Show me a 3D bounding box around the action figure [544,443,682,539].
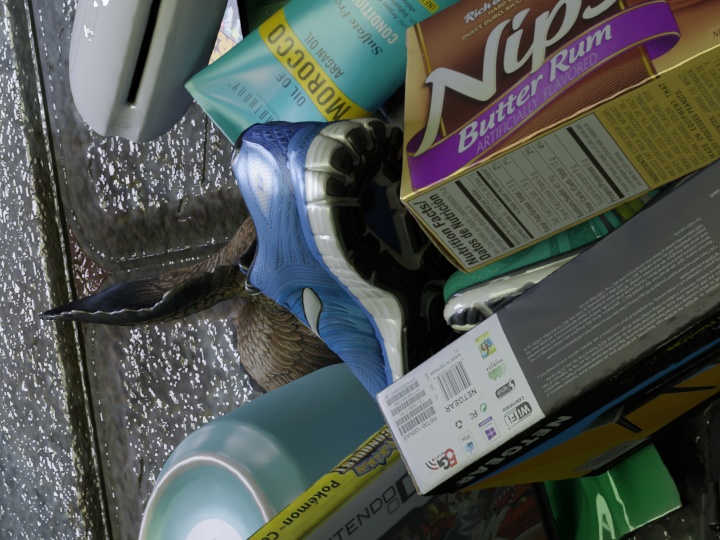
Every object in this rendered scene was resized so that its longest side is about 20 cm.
[{"bbox_3d":[0.085,0.039,0.923,0.118,0.055,0.200,-38,72,48],"label":"action figure"}]

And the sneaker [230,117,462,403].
[{"bbox_3d":[0.000,0.000,0.866,0.089,0.079,0.200,18,147,37],"label":"sneaker"}]

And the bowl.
[{"bbox_3d":[-0.037,0.146,0.953,0.200,0.105,0.202,-3,85,46],"label":"bowl"}]

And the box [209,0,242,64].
[{"bbox_3d":[-0.065,-0.179,1.074,0.200,0.040,0.137,41,127,37],"label":"box"}]

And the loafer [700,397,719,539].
[{"bbox_3d":[0.172,0.141,0.769,0.072,0.063,0.201,130,131,-57],"label":"loafer"}]

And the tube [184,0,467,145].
[{"bbox_3d":[0.011,-0.119,0.864,0.200,0.050,0.078,-41,81,22],"label":"tube"}]

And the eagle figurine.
[{"bbox_3d":[-0.064,0.007,1.045,0.152,0.151,0.200,48,121,14],"label":"eagle figurine"}]

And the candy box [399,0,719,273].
[{"bbox_3d":[0.112,-0.090,0.773,0.200,0.056,0.117,-24,39,25],"label":"candy box"}]

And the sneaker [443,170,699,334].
[{"bbox_3d":[0.121,-0.033,0.822,0.200,0.077,0.080,-32,63,13],"label":"sneaker"}]

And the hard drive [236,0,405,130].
[{"bbox_3d":[0.046,-0.089,0.893,0.199,0.038,0.140,-10,89,20],"label":"hard drive"}]

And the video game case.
[{"bbox_3d":[0.024,0.166,0.858,0.025,0.181,0.200,18,136,46],"label":"video game case"}]

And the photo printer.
[{"bbox_3d":[-0.095,-0.175,0.940,0.167,0.069,0.200,114,164,-50],"label":"photo printer"}]

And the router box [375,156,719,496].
[{"bbox_3d":[0.126,0.021,0.765,0.200,0.149,0.051,-37,68,31],"label":"router box"}]
